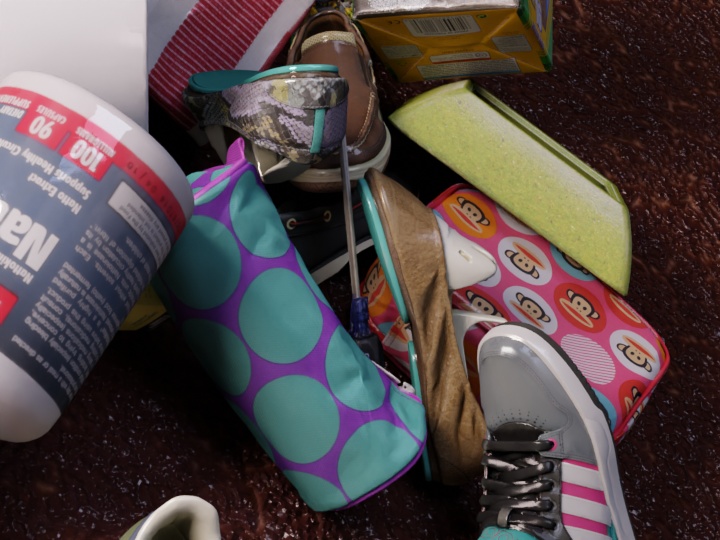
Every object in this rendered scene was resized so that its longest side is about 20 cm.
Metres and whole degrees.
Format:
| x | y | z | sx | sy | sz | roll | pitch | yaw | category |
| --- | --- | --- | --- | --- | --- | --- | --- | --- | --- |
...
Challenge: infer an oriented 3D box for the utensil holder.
| x | y | z | sx | sy | sz | roll | pitch | yaw | category |
| --- | --- | --- | --- | --- | --- | --- | --- | --- | --- |
| -0.216 | -0.148 | 0.916 | 0.197 | 0.171 | 0.171 | 0 | 46 | -7 | utensil holder |

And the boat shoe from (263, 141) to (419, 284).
| x | y | z | sx | sy | sz | roll | pitch | yaw | category |
| --- | --- | --- | --- | --- | --- | --- | --- | --- | --- |
| -0.019 | -0.047 | 1.090 | 0.073 | 0.064 | 0.201 | 10 | 27 | 29 | boat shoe |

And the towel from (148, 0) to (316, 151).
| x | y | z | sx | sy | sz | roll | pitch | yaw | category |
| --- | --- | --- | --- | --- | --- | --- | --- | --- | --- |
| -0.121 | -0.195 | 1.061 | 0.200 | 0.023 | 0.145 | 47 | 65 | -32 | towel |

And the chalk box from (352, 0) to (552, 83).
| x | y | z | sx | sy | sz | roll | pitch | yaw | category |
| --- | --- | --- | --- | --- | --- | --- | --- | --- | --- |
| 0.070 | -0.253 | 1.190 | 0.124 | 0.123 | 0.203 | 44 | 47 | -67 | chalk box |

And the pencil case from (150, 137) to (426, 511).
| x | y | z | sx | sy | sz | roll | pitch | yaw | category |
| --- | --- | --- | --- | --- | --- | --- | --- | --- | --- |
| -0.046 | 0.034 | 0.935 | 0.092 | 0.085 | 0.201 | -39 | 102 | -22 | pencil case |

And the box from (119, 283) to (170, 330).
| x | y | z | sx | sy | sz | roll | pitch | yaw | category |
| --- | --- | --- | --- | --- | --- | --- | --- | --- | --- |
| -0.196 | -0.007 | 0.921 | 0.198 | 0.050 | 0.076 | 1 | 69 | -38 | box |

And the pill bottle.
| x | y | z | sx | sy | sz | roll | pitch | yaw | category |
| --- | --- | --- | --- | --- | --- | --- | --- | --- | --- |
| -0.180 | 0.014 | 0.815 | 0.119 | 0.120 | 0.201 | 33 | 71 | -4 | pill bottle |

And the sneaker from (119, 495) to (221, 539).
| x | y | z | sx | sy | sz | roll | pitch | yaw | category |
| --- | --- | --- | --- | --- | --- | --- | --- | --- | --- |
| -0.095 | 0.194 | 0.771 | 0.066 | 0.090 | 0.202 | 19 | 41 | -22 | sneaker |

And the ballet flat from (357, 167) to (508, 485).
| x | y | z | sx | sy | sz | roll | pitch | yaw | category |
| --- | --- | --- | --- | --- | --- | --- | --- | --- | --- |
| 0.053 | 0.030 | 0.996 | 0.071 | 0.202 | 0.068 | -14 | 9 | -1 | ballet flat |

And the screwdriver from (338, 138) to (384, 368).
| x | y | z | sx | sy | sz | roll | pitch | yaw | category |
| --- | --- | --- | --- | --- | --- | --- | --- | --- | --- |
| 0.000 | 0.000 | 0.992 | 0.029 | 0.203 | 0.028 | 3 | 14 | 14 | screwdriver |

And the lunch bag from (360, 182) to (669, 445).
| x | y | z | sx | sy | sz | roll | pitch | yaw | category |
| --- | --- | --- | --- | --- | --- | --- | --- | --- | --- |
| 0.107 | 0.033 | 1.105 | 0.200 | 0.082 | 0.176 | 41 | 37 | 7 | lunch bag |

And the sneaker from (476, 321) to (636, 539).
| x | y | z | sx | sy | sz | roll | pitch | yaw | category |
| --- | --- | --- | --- | --- | --- | --- | --- | --- | --- |
| 0.088 | 0.141 | 0.939 | 0.120 | 0.083 | 0.202 | -32 | 106 | -45 | sneaker |

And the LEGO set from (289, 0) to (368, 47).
| x | y | z | sx | sy | sz | roll | pitch | yaw | category |
| --- | --- | --- | --- | --- | --- | --- | --- | --- | --- |
| 0.003 | -0.252 | 1.291 | 0.199 | 0.116 | 0.154 | -9 | 56 | -43 | LEGO set |

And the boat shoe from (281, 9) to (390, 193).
| x | y | z | sx | sy | sz | roll | pitch | yaw | category |
| --- | --- | --- | --- | --- | --- | --- | --- | --- | --- |
| -0.023 | -0.116 | 1.070 | 0.074 | 0.076 | 0.203 | -8 | 25 | -1 | boat shoe |

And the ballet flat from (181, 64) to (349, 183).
| x | y | z | sx | sy | sz | roll | pitch | yaw | category |
| --- | --- | --- | --- | --- | --- | --- | --- | --- | --- |
| -0.062 | -0.087 | 0.988 | 0.071 | 0.073 | 0.200 | 18 | -1 | -22 | ballet flat |

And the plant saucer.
| x | y | z | sx | sy | sz | roll | pitch | yaw | category |
| --- | --- | --- | --- | --- | --- | --- | --- | --- | --- |
| 0.118 | -0.075 | 1.186 | 0.199 | 0.048 | 0.200 | 36 | 10 | -1 | plant saucer |
